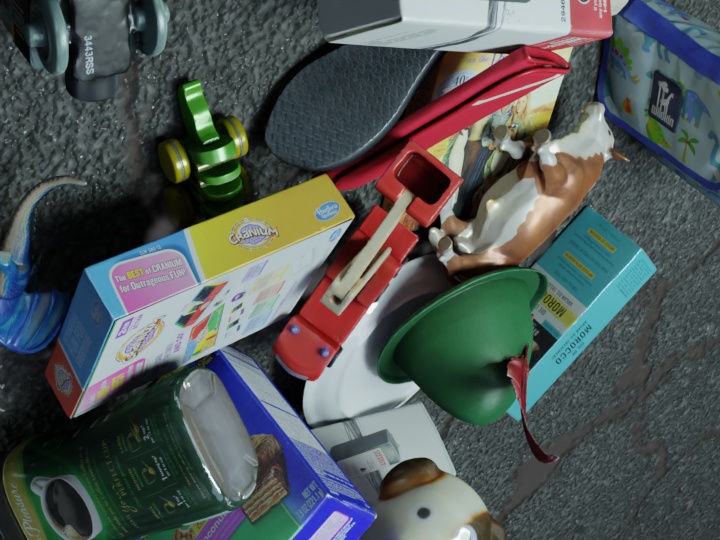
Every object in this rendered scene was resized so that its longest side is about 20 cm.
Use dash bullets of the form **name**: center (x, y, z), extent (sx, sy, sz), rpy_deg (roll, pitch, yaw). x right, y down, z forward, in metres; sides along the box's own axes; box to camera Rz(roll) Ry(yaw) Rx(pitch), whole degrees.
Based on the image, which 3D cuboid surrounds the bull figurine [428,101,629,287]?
- **bull figurine**: center (0.137, -0.064, 1.048), extent (0.201, 0.065, 0.121), rpy_deg (-51, 140, 6)

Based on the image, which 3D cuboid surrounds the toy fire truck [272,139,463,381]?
- **toy fire truck**: center (0.000, 0.000, 0.953), extent (0.201, 0.049, 0.141), rpy_deg (-54, 177, 3)

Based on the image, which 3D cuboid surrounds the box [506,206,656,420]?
- **box**: center (0.186, 0.041, 1.216), extent (0.200, 0.082, 0.049), rpy_deg (-48, 140, 3)

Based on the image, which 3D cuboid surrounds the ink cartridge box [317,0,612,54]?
- **ink cartridge box**: center (0.069, -0.224, 0.832), extent (0.198, 0.083, 0.147), rpy_deg (-5, 92, -38)

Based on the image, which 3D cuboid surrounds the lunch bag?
- **lunch bag**: center (0.303, -0.145, 1.089), extent (0.128, 0.170, 0.200), rpy_deg (-46, 142, 1)

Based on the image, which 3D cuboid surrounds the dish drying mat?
- **dish drying mat**: center (0.058, -0.108, 0.931), extent (0.199, 0.018, 0.076), rpy_deg (-29, 170, 31)

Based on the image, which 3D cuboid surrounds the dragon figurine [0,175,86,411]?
- **dragon figurine**: center (-0.235, 0.017, 0.838), extent (0.200, 0.059, 0.099), rpy_deg (-49, 141, 5)

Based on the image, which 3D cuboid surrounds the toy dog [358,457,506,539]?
- **toy dog**: center (0.029, 0.245, 1.009), extent (0.193, 0.140, 0.200), rpy_deg (-29, 164, -52)

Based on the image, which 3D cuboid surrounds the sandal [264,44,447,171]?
- **sandal**: center (0.016, -0.144, 0.917), extent (0.200, 0.076, 0.043), rpy_deg (-43, 169, -2)

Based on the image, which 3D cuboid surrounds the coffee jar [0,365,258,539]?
- **coffee jar**: center (-0.180, 0.152, 0.916), extent (0.198, 0.105, 0.085), rpy_deg (-23, -173, 20)

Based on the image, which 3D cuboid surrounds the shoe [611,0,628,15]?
- **shoe**: center (0.205, -0.281, 0.974), extent (0.069, 0.053, 0.202), rpy_deg (-25, 137, -23)

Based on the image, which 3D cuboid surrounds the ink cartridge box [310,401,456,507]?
- **ink cartridge box**: center (-0.034, 0.202, 1.126), extent (0.198, 0.086, 0.146), rpy_deg (-8, 152, -35)

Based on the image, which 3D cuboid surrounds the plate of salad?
- **plate of salad**: center (0.021, 0.062, 1.116), extent (0.199, 0.048, 0.201), rpy_deg (-33, 146, -25)

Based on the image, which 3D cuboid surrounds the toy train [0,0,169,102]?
- **toy train**: center (-0.159, -0.195, 0.678), extent (0.084, 0.114, 0.202), rpy_deg (-18, 133, -28)

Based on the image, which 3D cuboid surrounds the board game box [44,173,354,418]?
- **board game box**: center (-0.114, 0.018, 0.884), extent (0.199, 0.041, 0.153), rpy_deg (-25, 162, -35)

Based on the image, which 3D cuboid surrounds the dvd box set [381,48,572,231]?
- **dvd box set**: center (0.100, -0.131, 1.030), extent (0.145, 0.029, 0.202), rpy_deg (-12, 131, -35)

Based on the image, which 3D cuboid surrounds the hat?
- **hat**: center (0.118, 0.114, 1.040), extent (0.199, 0.177, 0.166), rpy_deg (-1, 142, -48)

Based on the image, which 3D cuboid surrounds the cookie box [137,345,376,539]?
- **cookie box**: center (-0.112, 0.177, 0.975), extent (0.171, 0.200, 0.075), rpy_deg (-48, 140, 4)

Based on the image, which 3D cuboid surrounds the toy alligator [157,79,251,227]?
- **toy alligator**: center (-0.104, -0.042, 0.906), extent (0.059, 0.054, 0.202), rpy_deg (-23, 136, -24)
